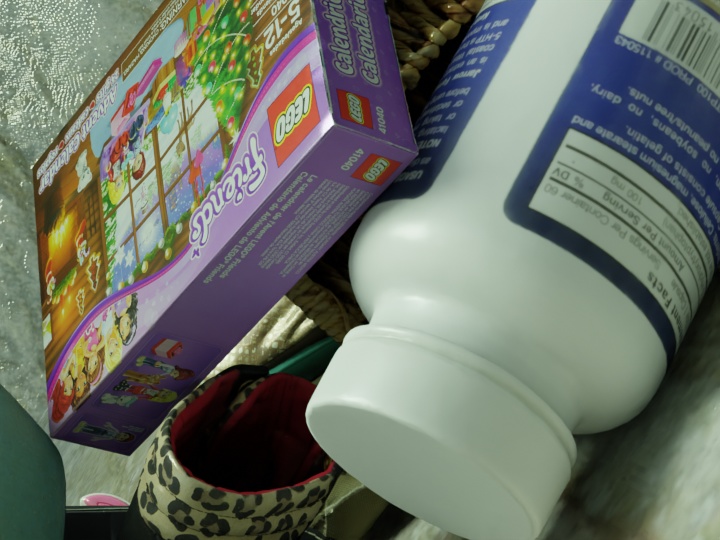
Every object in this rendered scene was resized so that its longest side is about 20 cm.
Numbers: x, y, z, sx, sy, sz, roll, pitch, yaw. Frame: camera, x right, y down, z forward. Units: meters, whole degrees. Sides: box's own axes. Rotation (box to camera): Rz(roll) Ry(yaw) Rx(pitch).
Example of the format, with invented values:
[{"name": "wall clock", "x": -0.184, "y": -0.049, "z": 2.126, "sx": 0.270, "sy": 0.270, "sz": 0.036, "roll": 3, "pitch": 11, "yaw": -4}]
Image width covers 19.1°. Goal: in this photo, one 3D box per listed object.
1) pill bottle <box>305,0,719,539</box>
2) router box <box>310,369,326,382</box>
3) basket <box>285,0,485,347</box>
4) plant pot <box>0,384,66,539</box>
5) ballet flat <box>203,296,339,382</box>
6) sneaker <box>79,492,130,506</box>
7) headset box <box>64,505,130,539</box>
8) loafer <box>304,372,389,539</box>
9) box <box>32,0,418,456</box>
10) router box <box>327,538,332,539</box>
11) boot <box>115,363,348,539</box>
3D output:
[{"name": "pill bottle", "x": 0.065, "y": -0.012, "z": 0.752, "sx": 0.201, "sy": 0.119, "sz": 0.120, "roll": -60, "pitch": 10, "yaw": -21}, {"name": "router box", "x": 0.022, "y": 0.001, "z": 1.124, "sx": 0.158, "sy": 0.052, "sz": 0.200, "roll": -57, "pitch": 9, "yaw": -5}, {"name": "basket", "x": 0.028, "y": -0.072, "z": 0.873, "sx": 0.200, "sy": 0.143, "sz": 0.149, "roll": -46, "pitch": 39, "yaw": -1}, {"name": "plant pot", "x": -0.187, "y": 0.102, "z": 0.807, "sx": 0.200, "sy": 0.134, "sz": 0.202, "roll": -169, "pitch": 90, "yaw": -71}, {"name": "ballet flat", "x": 0.000, "y": 0.000, "z": 0.982, "sx": 0.199, "sy": 0.066, "sz": 0.070, "roll": -26, "pitch": -17, "yaw": 15}, {"name": "sneaker", "x": -0.169, "y": 0.233, "z": 1.274, "sx": 0.087, "sy": 0.073, "sz": 0.201, "roll": 43, "pitch": -115, "yaw": -76}, {"name": "headset box", "x": -0.154, "y": 0.194, "z": 0.968, "sx": 0.174, "sy": 0.092, "sz": 0.202, "roll": 155, "pitch": 114, "yaw": -72}, {"name": "loafer", "x": -0.004, "y": 0.082, "z": 0.962, "sx": 0.199, "sy": 0.068, "sz": 0.076, "roll": -26, "pitch": 20, "yaw": 42}, {"name": "box", "x": -0.059, "y": -0.041, "z": 0.801, "sx": 0.200, "sy": 0.039, "sz": 0.138, "roll": -46, "pitch": 41, "yaw": 37}, {"name": "router box", "x": -0.032, "y": 0.198, "z": 0.702, "sx": 0.158, "sy": 0.052, "sz": 0.200, "roll": -55, "pitch": 10, "yaw": 12}, {"name": "boot", "x": -0.046, "y": 0.109, "z": 0.845, "sx": 0.200, "sy": 0.073, "sz": 0.151, "roll": -20, "pitch": -39, "yaw": -55}]
